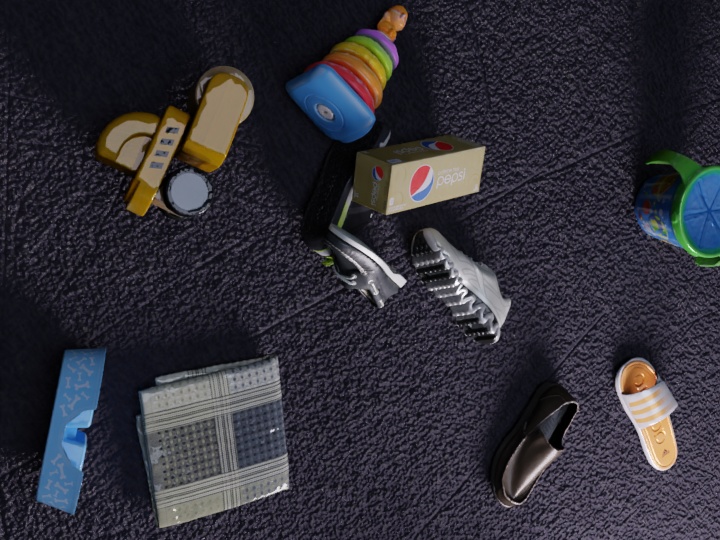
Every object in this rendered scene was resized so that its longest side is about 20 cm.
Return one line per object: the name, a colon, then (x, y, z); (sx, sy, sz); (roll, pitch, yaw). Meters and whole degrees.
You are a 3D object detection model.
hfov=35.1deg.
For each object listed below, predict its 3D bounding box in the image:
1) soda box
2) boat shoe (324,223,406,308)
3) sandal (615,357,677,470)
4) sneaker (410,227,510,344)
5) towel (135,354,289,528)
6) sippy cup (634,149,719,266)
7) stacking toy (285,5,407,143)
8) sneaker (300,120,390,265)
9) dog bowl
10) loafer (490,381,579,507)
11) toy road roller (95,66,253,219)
soda box: (0.080, -0.129, 1.507); (0.199, 0.064, 0.068); (-16, 121, -45)
boat shoe: (0.000, 0.000, 1.485); (0.060, 0.075, 0.200); (-51, 146, 1)
sandal: (0.471, 0.229, 1.798); (0.079, 0.059, 0.208); (-34, 110, -19)
sneaker: (0.143, 0.010, 1.605); (0.081, 0.075, 0.201); (-51, 118, -27)
towel: (-0.191, 0.219, 1.484); (0.198, 0.034, 0.195); (-12, 105, -27)
sippy cup: (0.491, -0.093, 1.725); (0.138, 0.130, 0.180); (-3, 98, -25)
stacking toy: (0.006, -0.274, 1.487); (0.110, 0.116, 0.201); (44, 63, -19)
sneaker: (-0.014, -0.103, 1.519); (0.083, 0.071, 0.201); (37, 80, -49)
dog bowl: (-0.346, 0.187, 1.356); (0.049, 0.111, 0.202); (11, 92, -14)
loafer: (0.259, 0.260, 1.688); (0.073, 0.071, 0.202); (30, 83, -27)
toy road roller: (-0.228, -0.161, 1.356); (0.145, 0.123, 0.202); (25, 84, -15)
